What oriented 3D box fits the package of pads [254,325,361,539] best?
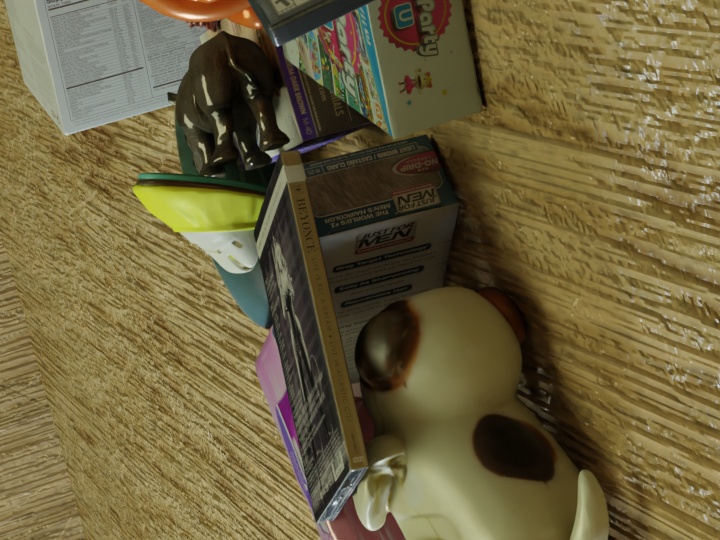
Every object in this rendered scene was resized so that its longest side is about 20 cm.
[{"bbox_3d":[-0.013,0.126,1.770,0.121,0.075,0.201,113,137,-69],"label":"package of pads"}]

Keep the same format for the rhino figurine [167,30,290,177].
[{"bbox_3d":[-0.097,-0.109,1.607,0.200,0.060,0.088,153,102,-76],"label":"rhino figurine"}]

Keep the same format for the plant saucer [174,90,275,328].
[{"bbox_3d":[-0.087,-0.055,1.785,0.200,0.027,0.201,-18,-90,-77],"label":"plant saucer"}]

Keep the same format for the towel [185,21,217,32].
[{"bbox_3d":[-0.126,-0.266,1.734,0.200,0.023,0.145,-133,51,-66],"label":"towel"}]

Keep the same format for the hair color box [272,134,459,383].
[{"bbox_3d":[0.000,0.000,1.546,0.200,0.100,0.061,99,153,-57],"label":"hair color box"}]

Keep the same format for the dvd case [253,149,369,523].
[{"bbox_3d":[-0.032,0.044,1.446,0.149,0.016,0.201,115,143,-70],"label":"dvd case"}]

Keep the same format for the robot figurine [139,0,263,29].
[{"bbox_3d":[-0.112,-0.219,1.444,0.200,0.143,0.117,-143,67,-67],"label":"robot figurine"}]

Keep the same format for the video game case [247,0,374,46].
[{"bbox_3d":[-0.022,-0.221,1.311,0.200,0.143,0.019,60,173,40],"label":"video game case"}]

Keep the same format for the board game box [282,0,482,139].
[{"bbox_3d":[-0.001,-0.182,1.428,0.200,0.064,0.148,-139,34,-61],"label":"board game box"}]

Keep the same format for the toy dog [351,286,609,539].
[{"bbox_3d":[0.059,0.110,1.401,0.201,0.139,0.194,70,158,12],"label":"toy dog"}]

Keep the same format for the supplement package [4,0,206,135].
[{"bbox_3d":[-0.210,-0.243,1.912,0.152,0.150,0.201,-134,31,-60],"label":"supplement package"}]

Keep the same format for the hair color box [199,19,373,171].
[{"bbox_3d":[-0.053,-0.138,1.654,0.200,0.065,0.110,165,88,-73],"label":"hair color box"}]

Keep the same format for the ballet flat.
[{"bbox_3d":[-0.065,-0.031,1.578,0.067,0.200,0.067,3,92,49],"label":"ballet flat"}]

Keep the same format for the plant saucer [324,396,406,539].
[{"bbox_3d":[0.033,0.168,1.577,0.201,0.051,0.201,55,-165,-23],"label":"plant saucer"}]
